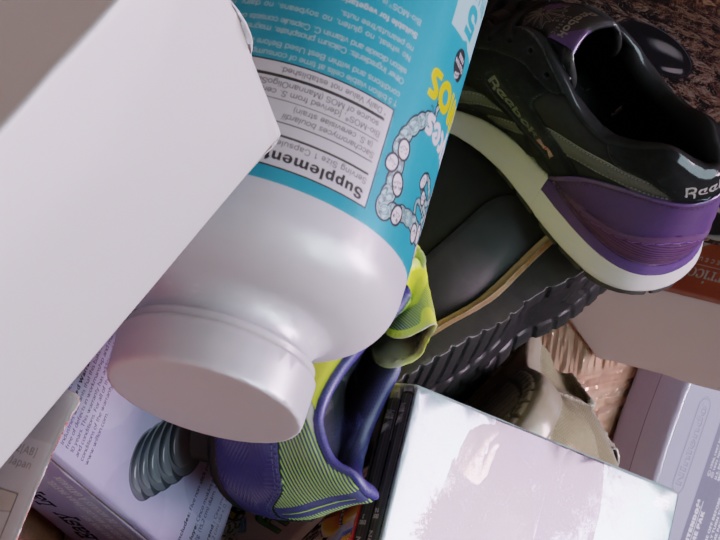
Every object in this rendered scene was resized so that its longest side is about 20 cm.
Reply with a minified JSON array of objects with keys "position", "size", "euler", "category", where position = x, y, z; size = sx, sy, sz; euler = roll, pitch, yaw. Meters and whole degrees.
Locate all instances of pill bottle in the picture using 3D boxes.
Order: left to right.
[{"position":[-0.027,-0.044,1.018],"size":[0.111,0.111,0.200],"euler":[43,57,-49],"category":"pill bottle"}]

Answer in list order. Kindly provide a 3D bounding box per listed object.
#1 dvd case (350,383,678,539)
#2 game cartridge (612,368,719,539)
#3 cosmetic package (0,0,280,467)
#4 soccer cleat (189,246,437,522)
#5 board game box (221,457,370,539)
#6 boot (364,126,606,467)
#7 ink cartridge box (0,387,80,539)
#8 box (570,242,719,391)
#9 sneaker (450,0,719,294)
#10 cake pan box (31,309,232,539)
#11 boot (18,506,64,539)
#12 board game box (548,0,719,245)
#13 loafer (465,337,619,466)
[{"position":[0.045,0.159,1.097],"size":[0.146,0.022,0.200],"euler":[24,75,-35],"category":"dvd case"},{"position":[0.175,0.095,1.481],"size":[0.133,0.040,0.200],"euler":[29,78,-56],"category":"game cartridge"},{"position":[-0.122,-0.019,0.887],"size":[0.200,0.085,0.108],"euler":[-52,144,-28],"category":"cosmetic package"},{"position":[0.000,0.001,1.087],"size":[0.065,0.084,0.200],"euler":[44,55,-50],"category":"soccer cleat"},{"position":[-0.047,0.146,1.180],"size":[0.200,0.035,0.126],"euler":[-42,151,-38],"category":"board game box"},{"position":[0.010,-0.014,1.182],"size":[0.200,0.138,0.077],"euler":[-33,162,-30],"category":"boot"},{"position":[-0.167,0.125,0.949],"size":[0.050,0.162,0.200],"euler":[33,75,-47],"category":"ink cartridge box"},{"position":[0.187,-0.051,1.373],"size":[0.200,0.124,0.097],"euler":[-61,140,-19],"category":"box"},{"position":[0.067,-0.087,1.146],"size":[0.076,0.200,0.088],"euler":[-41,163,-31],"category":"sneaker"},{"position":[-0.088,-0.012,1.071],"size":[0.184,0.052,0.200],"euler":[47,54,-51],"category":"cake pan box"},{"position":[-0.168,0.162,1.037],"size":[0.188,0.068,0.200],"euler":[-5,105,-51],"category":"boot"},{"position":[0.147,-0.097,1.244],"size":[0.097,0.200,0.160],"euler":[-54,137,-26],"category":"board game box"},{"position":[0.068,0.076,1.236],"size":[0.076,0.200,0.068],"euler":[-40,96,6],"category":"loafer"}]
